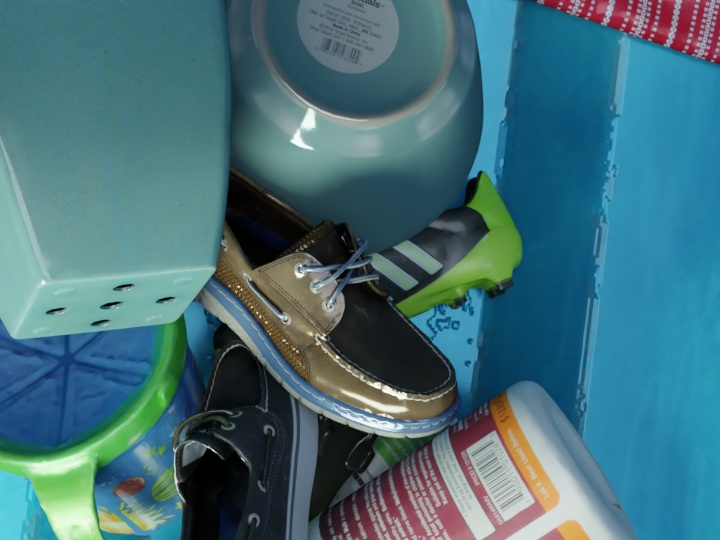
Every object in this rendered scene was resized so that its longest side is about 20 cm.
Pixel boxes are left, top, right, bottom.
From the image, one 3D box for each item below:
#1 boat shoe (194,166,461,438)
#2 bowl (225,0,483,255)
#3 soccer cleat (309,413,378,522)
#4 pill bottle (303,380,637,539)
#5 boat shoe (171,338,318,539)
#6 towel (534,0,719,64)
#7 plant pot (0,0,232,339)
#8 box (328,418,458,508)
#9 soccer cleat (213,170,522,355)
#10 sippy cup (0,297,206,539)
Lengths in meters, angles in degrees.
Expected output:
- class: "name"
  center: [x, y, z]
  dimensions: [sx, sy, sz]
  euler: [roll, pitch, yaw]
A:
- class: "boat shoe"
  center: [-0.027, 0.013, 0.937]
  dimensions: [0.199, 0.073, 0.072]
  euler: [33, 43, 22]
- class: "bowl"
  center: [-0.012, -0.117, 0.999]
  dimensions: [0.198, 0.105, 0.203]
  euler: [3, 74, -12]
- class: "soccer cleat"
  center: [-0.054, 0.125, 0.995]
  dimensions: [0.064, 0.084, 0.201]
  euler: [32, 96, -35]
- class: "pill bottle"
  center: [0.035, 0.154, 0.917]
  dimensions: [0.199, 0.110, 0.110]
  euler: [-34, 96, 9]
- class: "boat shoe"
  center: [-0.069, 0.107, 0.912]
  dimensions: [0.070, 0.202, 0.066]
  euler: [-27, 134, 30]
- class: "towel"
  center: [0.196, -0.213, 1.099]
  dimensions: [0.198, 0.022, 0.146]
  euler: [16, 89, -9]
- class: "plant pot"
  center: [-0.142, -0.077, 0.891]
  dimensions: [0.140, 0.141, 0.202]
  euler: [-5, 73, -22]
- class: "box"
  center: [-0.003, 0.169, 1.007]
  dimensions: [0.200, 0.036, 0.145]
  euler: [-43, 67, 8]
- class: "soccer cleat"
  center: [0.000, 0.000, 1.055]
  dimensions: [0.198, 0.068, 0.082]
  euler: [-19, 83, -14]
- class: "sippy cup"
  center: [-0.141, 0.078, 0.984]
  dimensions: [0.139, 0.131, 0.179]
  euler: [18, 64, 30]
